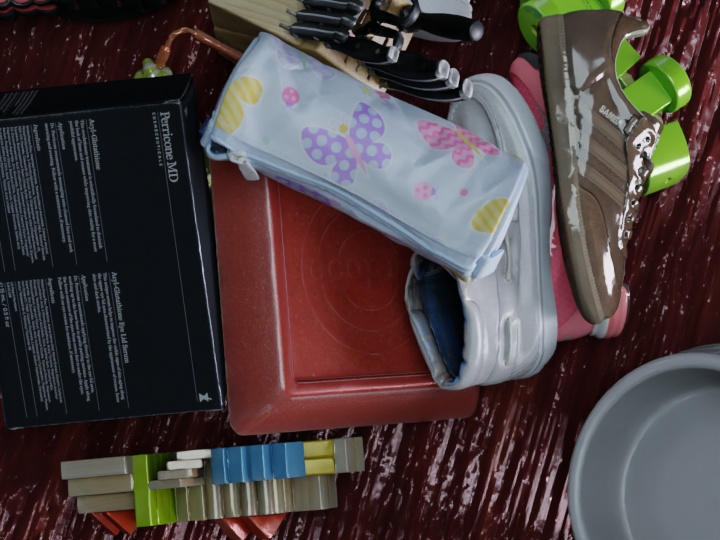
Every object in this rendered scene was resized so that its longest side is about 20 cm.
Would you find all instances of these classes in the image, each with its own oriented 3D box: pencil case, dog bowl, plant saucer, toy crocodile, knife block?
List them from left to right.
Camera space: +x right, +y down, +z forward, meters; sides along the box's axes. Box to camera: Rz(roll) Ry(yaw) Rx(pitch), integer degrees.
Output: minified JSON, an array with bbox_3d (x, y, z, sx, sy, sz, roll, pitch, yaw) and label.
[{"bbox_3d":[-0.006,-0.149,1.380,0.175,0.200,0.064,27,82,2],"label":"knife block"},{"bbox_3d":[0.000,0.000,1.415,0.198,0.037,0.202,-1,84,-36],"label":"plant saucer"},{"bbox_3d":[0.003,-0.068,1.325,0.199,0.091,0.083,25,125,-3],"label":"pencil case"},{"bbox_3d":[0.161,-0.144,1.484,0.067,0.062,0.201,-34,87,-24],"label":"toy crocodile"},{"bbox_3d":[0.223,0.144,1.414,0.199,0.059,0.202,-6,78,31],"label":"dog bowl"}]

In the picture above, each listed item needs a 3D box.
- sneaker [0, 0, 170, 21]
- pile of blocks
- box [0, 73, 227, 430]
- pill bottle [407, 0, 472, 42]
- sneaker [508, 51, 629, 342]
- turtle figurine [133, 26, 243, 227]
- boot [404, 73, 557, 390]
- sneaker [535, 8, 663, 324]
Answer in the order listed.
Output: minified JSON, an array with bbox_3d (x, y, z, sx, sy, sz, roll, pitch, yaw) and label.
[{"bbox_3d":[-0.207,-0.212,1.424,0.198,0.074,0.088,-2,84,-7],"label":"sneaker"},{"bbox_3d":[-0.092,0.146,1.411,0.198,0.082,0.063,-5,85,-8],"label":"pile of blocks"},{"bbox_3d":[-0.162,-0.012,1.360,0.140,0.079,0.202,-4,108,6],"label":"box"},{"bbox_3d":[0.058,-0.260,1.450,0.112,0.112,0.201,16,83,-6],"label":"pill bottle"},{"bbox_3d":[0.118,-0.046,1.460,0.086,0.074,0.202,-14,87,-7],"label":"sneaker"},{"bbox_3d":[-0.109,-0.044,1.423,0.161,0.064,0.200,-33,117,3],"label":"turtle figurine"},{"bbox_3d":[0.072,-0.024,1.397,0.095,0.073,0.202,-12,92,-48],"label":"boot"},{"bbox_3d":[0.161,-0.068,1.396,0.075,0.070,0.202,-8,95,2],"label":"sneaker"}]
